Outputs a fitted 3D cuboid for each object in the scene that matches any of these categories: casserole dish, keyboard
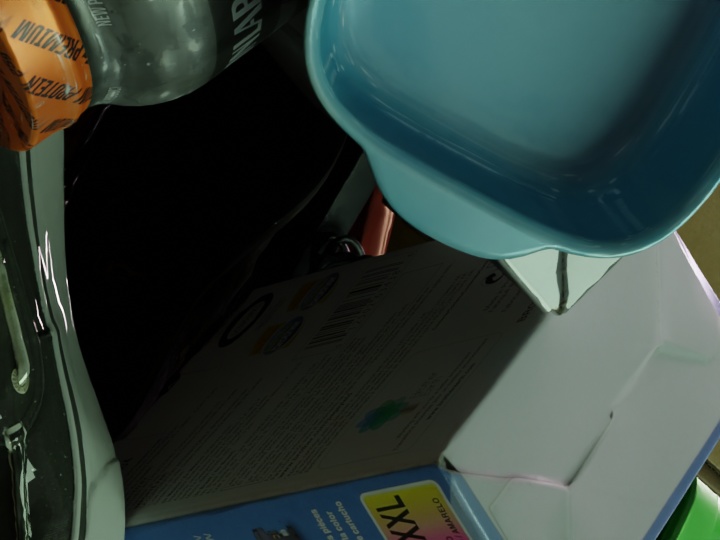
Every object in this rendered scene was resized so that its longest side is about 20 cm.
[{"bbox_3d":[0.062,-0.099,0.729,0.201,0.121,0.039,-61,-162,5],"label":"casserole dish"},{"bbox_3d":[-0.030,0.020,1.029,0.039,0.104,0.200,17,119,-26],"label":"keyboard"}]

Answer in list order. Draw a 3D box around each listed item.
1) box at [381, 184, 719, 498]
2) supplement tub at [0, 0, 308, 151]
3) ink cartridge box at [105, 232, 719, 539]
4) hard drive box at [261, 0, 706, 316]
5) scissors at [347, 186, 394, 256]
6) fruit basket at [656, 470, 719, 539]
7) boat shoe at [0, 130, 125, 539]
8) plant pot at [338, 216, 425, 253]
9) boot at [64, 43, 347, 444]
[{"bbox_3d":[0.123,-0.047,0.952,0.200,0.163,0.021,-54,-165,-20],"label":"box"},{"bbox_3d":[-0.038,-0.126,0.768,0.200,0.122,0.123,-39,155,-18],"label":"supplement tub"},{"bbox_3d":[-0.001,0.057,0.872,0.199,0.077,0.137,-13,-154,41],"label":"ink cartridge box"},{"bbox_3d":[0.053,-0.096,0.857,0.156,0.200,0.077,-44,118,-2],"label":"hard drive box"},{"bbox_3d":[0.000,0.000,1.018,0.073,0.014,0.201,163,-61,-75],"label":"scissors"},{"bbox_3d":[0.033,0.135,0.983,0.215,0.155,0.217,-11,112,-29],"label":"fruit basket"},{"bbox_3d":[-0.117,0.022,0.828,0.070,0.201,0.064,-10,177,32],"label":"boat shoe"},{"bbox_3d":[0.022,0.067,1.133,0.187,0.187,0.201,-13,125,-52],"label":"plant pot"},{"bbox_3d":[-0.084,0.023,0.999,0.200,0.069,0.174,-54,176,-28],"label":"boot"}]
